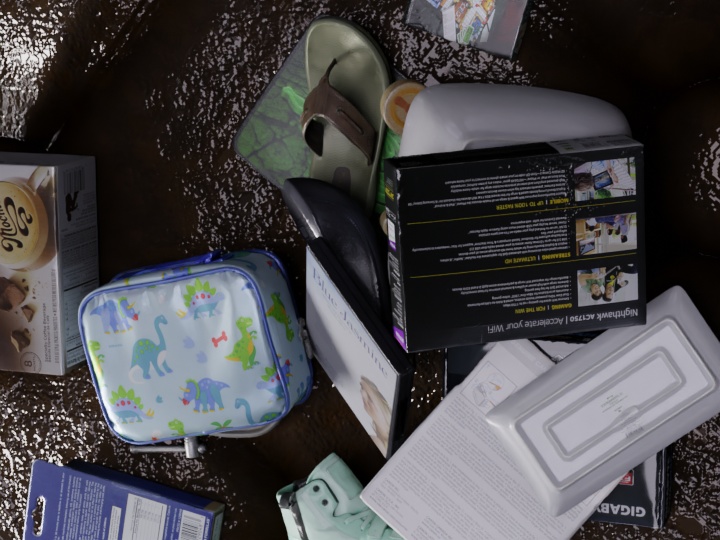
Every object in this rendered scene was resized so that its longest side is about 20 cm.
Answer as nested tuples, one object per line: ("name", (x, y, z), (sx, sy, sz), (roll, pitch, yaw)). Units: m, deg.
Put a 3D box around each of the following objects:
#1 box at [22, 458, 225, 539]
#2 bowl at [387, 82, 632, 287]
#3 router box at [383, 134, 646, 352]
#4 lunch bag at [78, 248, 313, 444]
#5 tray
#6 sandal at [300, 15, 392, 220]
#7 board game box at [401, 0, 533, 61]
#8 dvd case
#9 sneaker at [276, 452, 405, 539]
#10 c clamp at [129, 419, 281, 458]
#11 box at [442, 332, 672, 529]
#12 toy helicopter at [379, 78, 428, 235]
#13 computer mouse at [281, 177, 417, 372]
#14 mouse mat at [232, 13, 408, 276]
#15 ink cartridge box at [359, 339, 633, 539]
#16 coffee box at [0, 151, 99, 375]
("box", (-0.234, 0.259, 1.737), (0.200, 0.032, 0.121), (14, 105, 17))
("bowl", (0.130, -0.048, 1.459), (0.200, 0.075, 0.200), (4, 102, -12))
("router box", (0.123, -0.022, 1.398), (0.200, 0.051, 0.149), (-6, 105, -9))
("lunch bag", (-0.148, 0.065, 1.607), (0.200, 0.082, 0.161), (-11, 101, 25))
("tray", (0.210, 0.110, 1.474), (0.200, 0.022, 0.107), (-35, 84, 12))
("sandal", (-0.017, -0.120, 1.551), (0.080, 0.057, 0.201), (5, 104, 23))
("board game box", (0.110, -0.287, 1.493), (0.105, 0.023, 0.200), (22, 109, 18))
("dvd case", (-0.004, 0.072, 1.521), (0.018, 0.200, 0.143), (-29, 68, -15))
("sneaker", (0.013, 0.218, 1.604), (0.200, 0.074, 0.118), (-17, 101, 26))
("c clamp", (-0.149, 0.084, 1.670), (0.171, 0.027, 0.200), (3, 102, 21))
("box", (0.170, 0.132, 1.542), (0.200, 0.046, 0.159), (5, 102, 20))
("toy helicopter", (0.074, -0.073, 1.513), (0.132, 0.079, 0.200), (-21, 113, -1))
("computer mouse", (0.000, 0.000, 1.535), (0.053, 0.138, 0.200), (-30, 97, -8))
("mouse mat", (-0.005, -0.110, 1.585), (0.200, 0.008, 0.161), (40, 112, 9))
("ink cartridge box", (0.123, 0.173, 1.528), (0.161, 0.050, 0.200), (41, 93, 9))
("coffee box", (-0.314, -0.008, 1.688), (0.113, 0.080, 0.200), (4, 102, 20))
